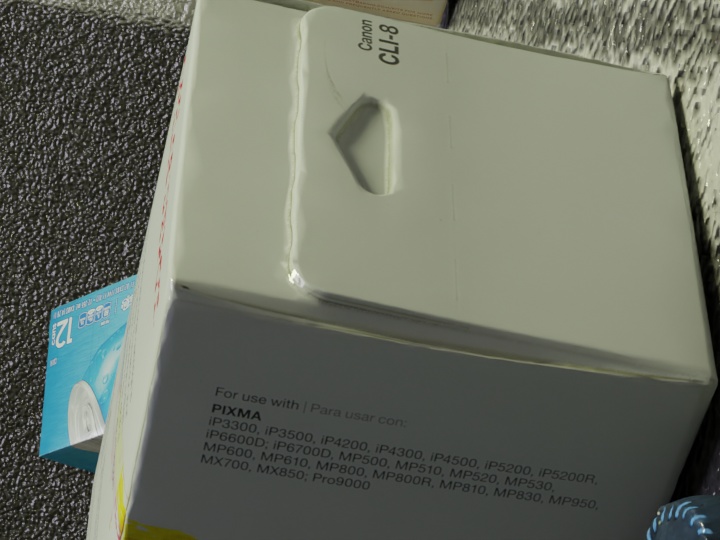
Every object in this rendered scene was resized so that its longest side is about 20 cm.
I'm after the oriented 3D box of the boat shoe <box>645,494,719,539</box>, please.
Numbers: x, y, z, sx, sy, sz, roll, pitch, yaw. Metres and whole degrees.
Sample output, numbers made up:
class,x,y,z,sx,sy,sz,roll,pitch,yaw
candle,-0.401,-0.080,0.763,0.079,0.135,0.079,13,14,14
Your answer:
class,x,y,z,sx,sy,sz,roll,pitch,yaw
boat shoe,0.054,0.141,0.471,0.084,0.068,0.201,123,155,-71

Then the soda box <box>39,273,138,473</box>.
class,x,y,z,sx,sy,sz,roll,pitch,yaw
soda box,-0.033,0.028,0.880,0.199,0.068,0.065,-21,58,43

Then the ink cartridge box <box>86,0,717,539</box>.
class,x,y,z,sx,sy,sz,roll,pitch,yaw
ink cartridge box,0.001,0.047,0.681,0.146,0.144,0.201,-90,12,-52

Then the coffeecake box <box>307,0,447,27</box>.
class,x,y,z,sx,sy,sz,roll,pitch,yaw
coffeecake box,0.028,-0.236,1.079,0.200,0.073,0.154,110,167,-56
